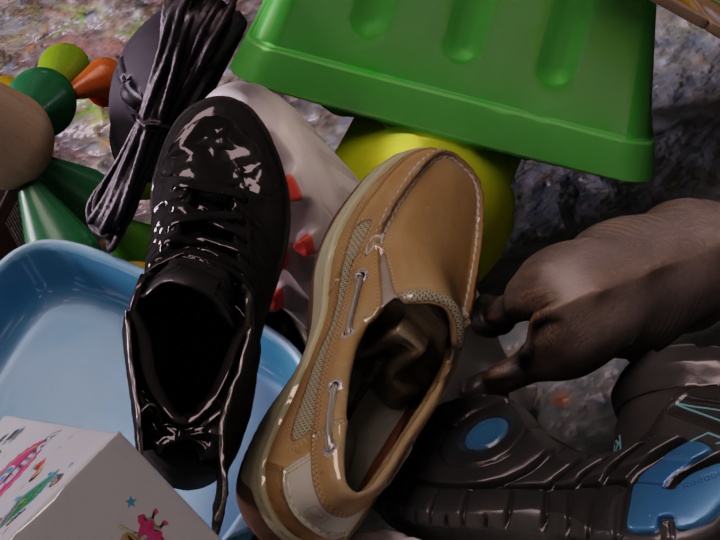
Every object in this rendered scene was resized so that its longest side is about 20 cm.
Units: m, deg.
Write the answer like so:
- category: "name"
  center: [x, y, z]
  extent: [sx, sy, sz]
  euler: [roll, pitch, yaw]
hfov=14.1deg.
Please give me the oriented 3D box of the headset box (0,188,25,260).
- category: "headset box"
  center: [-0.240, 0.030, 1.429]
  extent: [0.148, 0.077, 0.201]
  euler: [-6, 41, 22]

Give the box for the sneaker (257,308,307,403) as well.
- category: "sneaker"
  center: [-0.047, 0.021, 1.338]
  extent: [0.070, 0.076, 0.200]
  euler: [-29, 38, -7]

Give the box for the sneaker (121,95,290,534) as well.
- category: "sneaker"
  center: [-0.062, 0.014, 1.158]
  extent: [0.060, 0.104, 0.201]
  euler: [6, 74, 0]

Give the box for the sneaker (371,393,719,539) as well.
- category: "sneaker"
  center: [0.079, 0.106, 1.157]
  extent: [0.199, 0.082, 0.073]
  euler: [12, 51, 48]

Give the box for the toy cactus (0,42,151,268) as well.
- category: "toy cactus"
  center: [-0.151, -0.043, 1.361]
  extent: [0.102, 0.165, 0.201]
  euler: [-18, 53, 26]

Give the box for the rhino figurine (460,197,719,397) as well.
- category: "rhino figurine"
  center: [0.133, 0.001, 1.253]
  extent: [0.199, 0.060, 0.087]
  euler: [-21, -11, -35]

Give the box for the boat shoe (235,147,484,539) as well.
- category: "boat shoe"
  center: [0.018, 0.025, 1.177]
  extent: [0.076, 0.071, 0.201]
  euler: [-33, 31, 50]

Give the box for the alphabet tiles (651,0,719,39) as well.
- category: "alphabet tiles"
  center: [0.161, -0.130, 1.334]
  extent: [0.006, 0.199, 0.167]
  euler: [-57, 24, 18]

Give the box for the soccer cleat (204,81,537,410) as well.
- category: "soccer cleat"
  center: [0.000, 0.000, 1.271]
  extent: [0.069, 0.200, 0.077]
  euler: [-39, -4, 42]

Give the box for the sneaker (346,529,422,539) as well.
- category: "sneaker"
  center: [0.063, 0.171, 1.114]
  extent: [0.199, 0.078, 0.100]
  euler: [11, 66, 36]

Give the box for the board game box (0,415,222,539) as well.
- category: "board game box"
  center: [-0.082, 0.128, 1.047]
  extent: [0.064, 0.148, 0.200]
  euler: [-44, 12, -13]

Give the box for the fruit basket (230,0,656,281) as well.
- category: "fruit basket"
  center: [0.037, -0.068, 1.358]
  extent: [0.215, 0.217, 0.156]
  euler: [-16, 15, 9]

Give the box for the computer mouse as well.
- category: "computer mouse"
  center: [-0.083, -0.104, 1.310]
  extent: [0.046, 0.141, 0.200]
  euler: [27, 23, -2]

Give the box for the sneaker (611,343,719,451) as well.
- category: "sneaker"
  center: [0.191, 0.072, 1.167]
  extent: [0.199, 0.075, 0.080]
  euler: [-10, 49, 33]

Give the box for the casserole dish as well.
- category: "casserole dish"
  center: [-0.103, 0.063, 1.243]
  extent: [0.199, 0.039, 0.121]
  euler: [23, 74, 30]
